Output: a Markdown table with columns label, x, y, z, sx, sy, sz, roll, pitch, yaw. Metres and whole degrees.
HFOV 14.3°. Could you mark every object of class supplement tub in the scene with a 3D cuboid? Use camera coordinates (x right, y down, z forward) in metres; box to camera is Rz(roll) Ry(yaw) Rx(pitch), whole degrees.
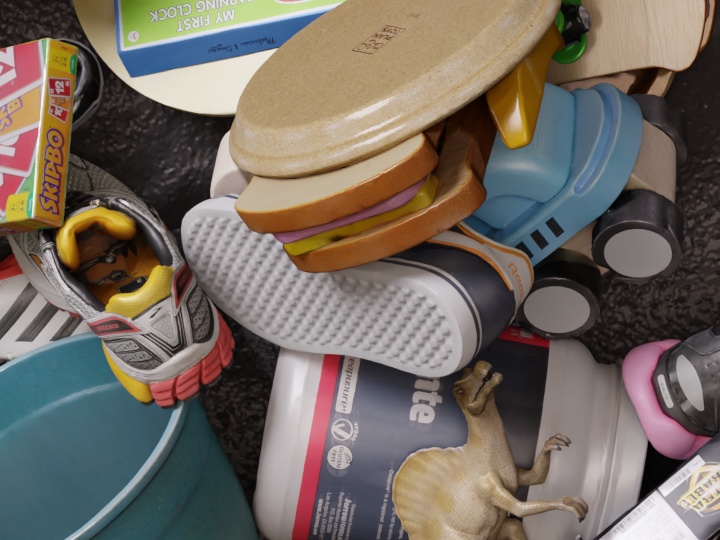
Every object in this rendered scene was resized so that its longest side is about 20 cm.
| label | x | y | z | sx | sy | sz | roll | pitch | yaw |
| --- | --- | --- | --- | --- | --- | --- | --- | --- | --- |
| supplement tub | 0.049 | 0.094 | 1.554 | 0.199 | 0.140 | 0.141 | 10 | 92 | 0 |

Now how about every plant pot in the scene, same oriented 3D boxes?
| label | x | y | z | sx | sy | sz | roll | pitch | yaw |
| --- | --- | --- | --- | --- | --- | --- | --- | --- | --- |
| plant pot | -0.136 | 0.167 | 1.527 | 0.200 | 0.200 | 0.188 | -31 | 118 | 1 |

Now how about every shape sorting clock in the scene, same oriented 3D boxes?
| label | x | y | z | sx | sy | sz | roll | pitch | yaw |
| --- | --- | --- | --- | --- | --- | --- | --- | --- | --- |
| shape sorting clock | -0.067 | -0.181 | 1.574 | 0.199 | 0.039 | 0.201 | -5 | 74 | 17 |

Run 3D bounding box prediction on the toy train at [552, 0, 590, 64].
| label | x | y | z | sx | sy | sz | roll | pitch | yaw |
| --- | --- | --- | --- | --- | --- | --- | --- | --- | --- |
| toy train | 0.032 | -0.110 | 1.544 | 0.200 | 0.042 | 0.057 | -22 | 63 | 23 |

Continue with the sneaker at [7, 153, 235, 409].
| label | x | y | z | sx | sy | sz | roll | pitch | yaw |
| --- | --- | --- | --- | --- | --- | --- | --- | --- | --- |
| sneaker | -0.133 | -0.015 | 1.491 | 0.078 | 0.200 | 0.082 | -36 | 133 | -12 |

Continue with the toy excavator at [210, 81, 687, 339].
| label | x | y | z | sx | sy | sz | roll | pitch | yaw |
| --- | --- | --- | --- | --- | --- | --- | --- | --- | --- |
| toy excavator | 0.048 | -0.050 | 1.517 | 0.200 | 0.100 | 0.194 | 33 | 132 | -22 |

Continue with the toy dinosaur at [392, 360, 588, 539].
| label | x | y | z | sx | sy | sz | roll | pitch | yaw |
| --- | --- | --- | --- | --- | --- | --- | --- | --- | --- |
| toy dinosaur | 0.058 | 0.138 | 1.476 | 0.101 | 0.058 | 0.200 | 24 | 110 | 11 |

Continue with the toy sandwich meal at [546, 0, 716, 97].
| label | x | y | z | sx | sy | sz | roll | pitch | yaw |
| --- | --- | --- | --- | --- | --- | --- | --- | --- | --- |
| toy sandwich meal | 0.098 | -0.145 | 1.579 | 0.204 | 0.070 | 0.206 | 0 | 92 | 0 |

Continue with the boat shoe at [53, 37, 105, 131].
| label | x | y | z | sx | sy | sz | roll | pitch | yaw |
| --- | --- | --- | --- | --- | --- | --- | --- | --- | --- |
| boat shoe | -0.227 | -0.058 | 1.585 | 0.199 | 0.068 | 0.074 | -32 | 92 | 1 |

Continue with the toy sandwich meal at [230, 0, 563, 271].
| label | x | y | z | sx | sy | sz | roll | pitch | yaw |
| --- | --- | --- | --- | --- | --- | --- | --- | --- | --- |
| toy sandwich meal | 0.024 | -0.083 | 1.434 | 0.205 | 0.205 | 0.070 | -29 | 113 | 1 |

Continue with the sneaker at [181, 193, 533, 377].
| label | x | y | z | sx | sy | sz | roll | pitch | yaw |
| --- | --- | --- | --- | --- | --- | --- | --- | --- | --- |
| sneaker | 0.000 | 0.000 | 1.476 | 0.200 | 0.079 | 0.079 | 19 | 128 | 37 |

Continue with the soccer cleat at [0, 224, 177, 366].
| label | x | y | z | sx | sy | sz | roll | pitch | yaw |
| --- | --- | --- | --- | --- | --- | --- | --- | --- | --- |
| soccer cleat | -0.192 | 0.028 | 1.591 | 0.199 | 0.069 | 0.085 | -20 | 100 | 1 |

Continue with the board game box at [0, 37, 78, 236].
| label | x | y | z | sx | sy | sz | roll | pitch | yaw |
| --- | --- | --- | --- | --- | --- | --- | --- | --- | --- |
| board game box | -0.227 | -0.060 | 1.513 | 0.030 | 0.200 | 0.096 | 16 | 72 | -43 |

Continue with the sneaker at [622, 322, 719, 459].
| label | x | y | z | sx | sy | sz | roll | pitch | yaw |
| --- | --- | --- | --- | --- | --- | --- | --- | --- | --- |
| sneaker | 0.231 | 0.049 | 1.530 | 0.095 | 0.200 | 0.079 | -37 | 73 | 39 |

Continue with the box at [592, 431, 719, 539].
| label | x | y | z | sx | sy | sz | roll | pitch | yaw |
| --- | --- | --- | --- | --- | --- | --- | --- | --- | --- |
| box | 0.225 | 0.130 | 1.531 | 0.198 | 0.200 | 0.050 | -38 | 61 | 1 |
